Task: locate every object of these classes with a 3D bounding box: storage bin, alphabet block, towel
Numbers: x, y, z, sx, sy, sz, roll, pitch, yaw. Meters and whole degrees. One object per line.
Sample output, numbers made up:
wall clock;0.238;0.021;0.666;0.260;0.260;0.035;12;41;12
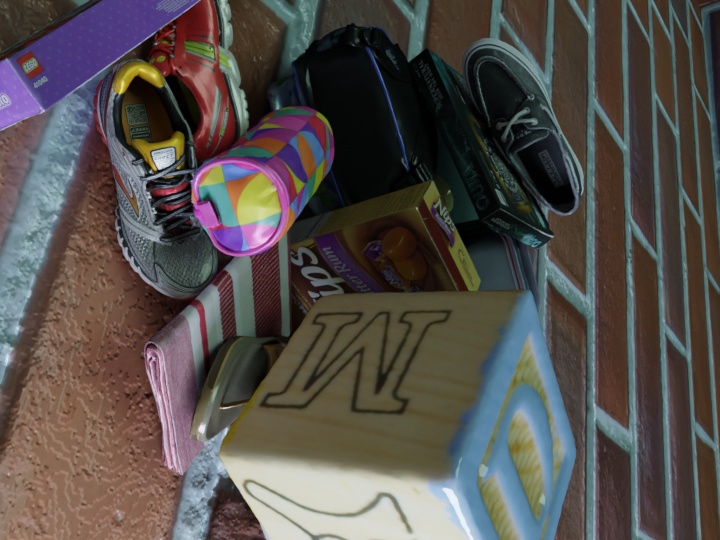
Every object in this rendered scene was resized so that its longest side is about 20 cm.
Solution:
storage bin;0.074;0.036;0.885;0.134;0.199;0.147;-21;98;-43
alphabet block;0.042;0.146;0.649;0.197;0.199;0.196;-55;133;-45
towel;-0.114;0.057;0.690;0.200;0.023;0.145;-53;153;-48

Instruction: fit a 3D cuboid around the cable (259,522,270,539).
cable;-0.021;0.207;0.793;0.199;0.069;0.202;4;77;-54

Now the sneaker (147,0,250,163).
sneaker;-0.159;-0.195;0.713;0.085;0.077;0.201;-26;101;-49

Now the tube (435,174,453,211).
tube;0.018;-0.045;0.885;0.199;0.052;0.058;-29;92;-30

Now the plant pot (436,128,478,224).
plant pot;0.139;-0.115;1.022;0.200;0.199;0.198;11;80;-53

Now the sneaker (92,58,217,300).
sneaker;-0.165;-0.071;0.644;0.077;0.082;0.201;-21;95;-23

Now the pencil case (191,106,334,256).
pencil case;-0.077;-0.082;0.679;0.200;0.088;0.089;-68;137;-67

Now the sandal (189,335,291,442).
sandal;-0.083;0.098;0.695;0.200;0.054;0.081;-5;110;-71

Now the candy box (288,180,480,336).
candy box;0.000;0.000;0.768;0.117;0.199;0.057;60;36;-23

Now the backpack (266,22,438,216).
backpack;-0.005;-0.160;0.842;0.200;0.146;0.184;-65;135;-65

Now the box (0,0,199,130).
box;-0.212;-0.157;0.571;0.039;0.136;0.200;60;39;-25

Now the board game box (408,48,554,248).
board game box;0.127;-0.125;0.836;0.135;0.028;0.201;18;46;-53

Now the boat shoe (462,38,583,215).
boat shoe;0.167;-0.144;0.822;0.201;0.071;0.068;58;24;-14
